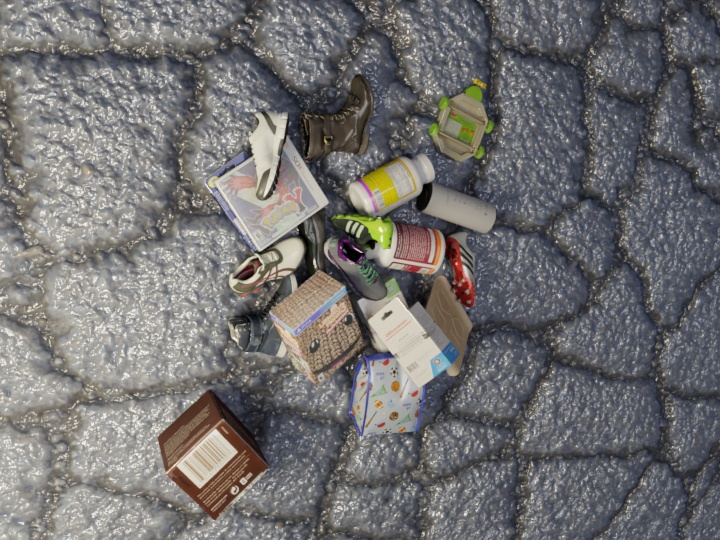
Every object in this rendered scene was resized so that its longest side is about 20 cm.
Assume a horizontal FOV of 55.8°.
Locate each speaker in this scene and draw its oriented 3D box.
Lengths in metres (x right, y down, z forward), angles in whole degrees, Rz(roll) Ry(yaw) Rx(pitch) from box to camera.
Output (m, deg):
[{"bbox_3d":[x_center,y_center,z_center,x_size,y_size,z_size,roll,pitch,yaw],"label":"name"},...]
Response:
[{"bbox_3d":[0.242,-0.159,1.715,0.197,0.081,0.082,15,93,-23],"label":"speaker"}]

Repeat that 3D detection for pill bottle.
[{"bbox_3d":[0.078,-0.205,1.630,0.198,0.104,0.105,-29,108,-15],"label":"pill bottle"},{"bbox_3d":[0.098,-0.059,1.658,0.197,0.113,0.115,9,96,-23],"label":"pill bottle"}]

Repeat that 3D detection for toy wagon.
[{"bbox_3d":[0.261,-0.379,1.707,0.153,0.039,0.203,20,91,-23],"label":"toy wagon"}]

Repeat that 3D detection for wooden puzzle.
[{"bbox_3d":[0.211,0.140,1.734,0.186,0.046,0.201,57,36,-20],"label":"wooden puzzle"}]

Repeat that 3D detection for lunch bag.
[{"bbox_3d":[0.069,0.294,1.697,0.167,0.124,0.203,-2,115,-22],"label":"lunch bag"}]

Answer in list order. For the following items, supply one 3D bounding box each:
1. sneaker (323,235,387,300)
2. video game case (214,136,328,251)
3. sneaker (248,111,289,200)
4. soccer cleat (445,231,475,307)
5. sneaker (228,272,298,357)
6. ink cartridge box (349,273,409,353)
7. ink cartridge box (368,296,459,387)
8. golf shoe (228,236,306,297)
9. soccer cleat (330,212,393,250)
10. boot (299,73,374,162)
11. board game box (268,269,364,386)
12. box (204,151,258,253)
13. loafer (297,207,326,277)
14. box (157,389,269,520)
[{"bbox_3d":[0.000,0.000,1.577,0.200,0.087,0.075,43,70,-20],"label":"sneaker"},{"bbox_3d":[-0.196,-0.175,1.525,0.199,0.023,0.184,-36,100,-16],"label":"video game case"},{"bbox_3d":[-0.209,-0.252,1.483,0.079,0.074,0.203,10,80,-5],"label":"sneaker"},{"bbox_3d":[0.270,-0.003,1.760,0.085,0.068,0.203,-30,108,-34],"label":"soccer cleat"},{"bbox_3d":[-0.226,0.097,1.577,0.144,0.077,0.206,10,97,-25],"label":"sneaker"},{"bbox_3d":[0.069,0.126,1.702,0.116,0.067,0.202,-32,109,-13],"label":"ink cartridge box"},{"bbox_3d":[0.125,0.159,1.606,0.116,0.068,0.201,-41,85,33],"label":"ink cartridge box"},{"bbox_3d":[-0.208,-0.012,1.542,0.199,0.088,0.078,-36,77,-8],"label":"golf shoe"},{"bbox_3d":[-0.002,-0.090,1.570,0.067,0.199,0.082,-9,104,-40],"label":"soccer cleat"},{"bbox_3d":[-0.058,-0.349,1.552,0.172,0.069,0.203,-6,103,-35],"label":"boot"},{"bbox_3d":[-0.096,0.134,1.572,0.159,0.096,0.202,-40,136,-22],"label":"board game box"},{"bbox_3d":[-0.253,-0.155,1.547,0.121,0.032,0.201,-37,109,-12],"label":"box"},{"bbox_3d":[-0.095,-0.051,1.608,0.071,0.073,0.203,-15,105,-21],"label":"loafer"},{"bbox_3d":[-0.332,0.406,1.522,0.166,0.200,0.165,-42,111,-9],"label":"box"}]
